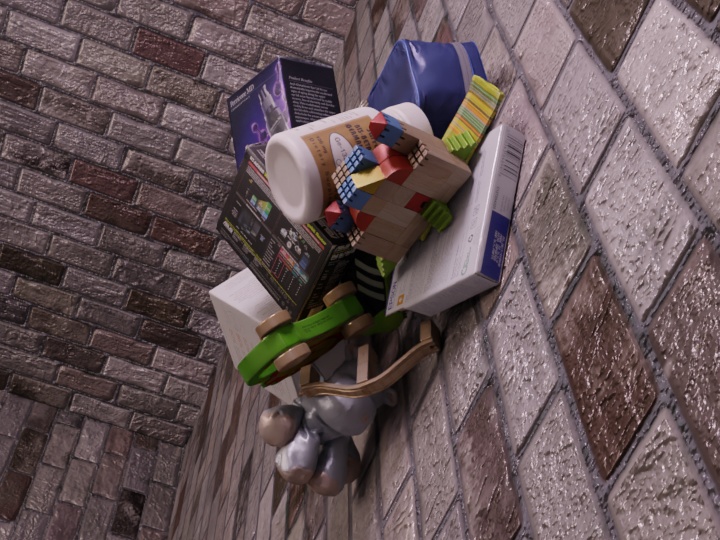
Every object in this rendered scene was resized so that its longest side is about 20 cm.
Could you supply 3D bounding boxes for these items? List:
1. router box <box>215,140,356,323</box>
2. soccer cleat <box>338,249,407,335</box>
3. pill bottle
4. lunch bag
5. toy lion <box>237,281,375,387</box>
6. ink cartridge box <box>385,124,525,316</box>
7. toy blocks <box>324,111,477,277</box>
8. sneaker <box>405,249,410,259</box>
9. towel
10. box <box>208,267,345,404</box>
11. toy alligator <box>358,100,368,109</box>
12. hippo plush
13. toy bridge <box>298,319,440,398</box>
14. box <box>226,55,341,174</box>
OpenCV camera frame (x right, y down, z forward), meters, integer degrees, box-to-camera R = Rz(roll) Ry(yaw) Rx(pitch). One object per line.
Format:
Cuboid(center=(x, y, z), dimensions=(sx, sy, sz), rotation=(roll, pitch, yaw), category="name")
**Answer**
Cuboid(center=(-0.100, -0.053, 1.462), dimensions=(0.062, 0.200, 0.151), rotation=(-18, -32, -43), category="router box")
Cuboid(center=(0.000, 0.000, 1.466), dimensions=(0.068, 0.080, 0.203), rotation=(-105, -5, -67), category="soccer cleat")
Cuboid(center=(-0.010, -0.140, 1.355), dimensions=(0.114, 0.198, 0.116), rotation=(41, 142, 42), category="pill bottle")
Cuboid(center=(0.098, -0.218, 1.500), dimensions=(0.200, 0.130, 0.138), rotation=(126, 138, -60), category="lunch bag")
Cuboid(center=(-0.084, 0.102, 1.422), dimensions=(0.199, 0.069, 0.192), rotation=(-22, -15, -46), category="toy lion")
Cuboid(center=(0.112, -0.050, 1.302), dimensions=(0.199, 0.043, 0.199), rotation=(-30, 42, 57), category="ink cartridge box")
Cuboid(center=(0.030, -0.095, 1.270), dimensions=(0.201, 0.135, 0.101), rotation=(-51, 42, 26), category="toy blocks")
Cuboid(center=(0.083, -0.036, 1.437), dimensions=(0.201, 0.073, 0.088), rotation=(-99, 29, -58), category="sneaker")
Cuboid(center=(0.109, -0.138, 1.322), dimensions=(0.202, 0.018, 0.086), rotation=(-61, 22, 13), category="towel")
Cuboid(center=(-0.121, 0.098, 1.659), dimensions=(0.199, 0.106, 0.154), rotation=(25, 138, 47), category="box")
Cuboid(center=(0.000, -0.130, 1.463), dimensions=(0.059, 0.054, 0.202), rotation=(-48, -20, -54), category="toy alligator")
Cuboid(center=(-0.018, 0.199, 1.459), dimensions=(0.160, 0.160, 0.200), rotation=(-35, 3, 35), category="hippo plush")
Cuboid(center=(0.008, 0.124, 1.351), dimensions=(0.198, 0.027, 0.068), rotation=(-22, 38, 20), category="toy bridge")
Cuboid(center=(-0.104, -0.185, 1.579), dimensions=(0.147, 0.103, 0.203), rotation=(-29, 67, 45), category="box")
